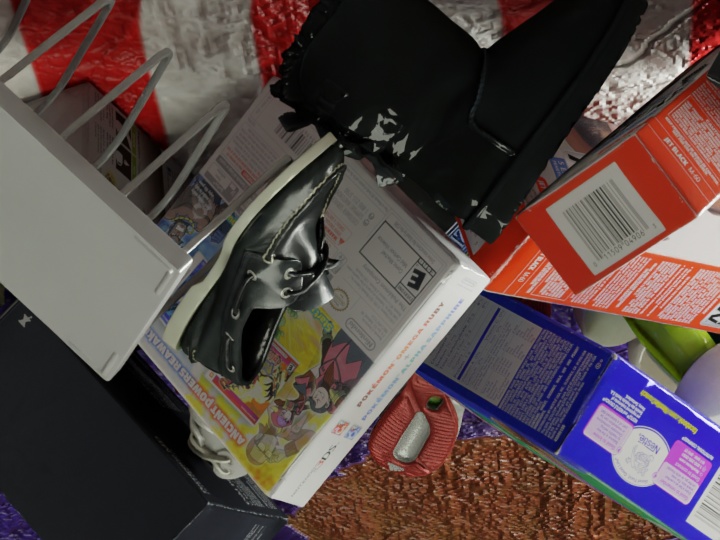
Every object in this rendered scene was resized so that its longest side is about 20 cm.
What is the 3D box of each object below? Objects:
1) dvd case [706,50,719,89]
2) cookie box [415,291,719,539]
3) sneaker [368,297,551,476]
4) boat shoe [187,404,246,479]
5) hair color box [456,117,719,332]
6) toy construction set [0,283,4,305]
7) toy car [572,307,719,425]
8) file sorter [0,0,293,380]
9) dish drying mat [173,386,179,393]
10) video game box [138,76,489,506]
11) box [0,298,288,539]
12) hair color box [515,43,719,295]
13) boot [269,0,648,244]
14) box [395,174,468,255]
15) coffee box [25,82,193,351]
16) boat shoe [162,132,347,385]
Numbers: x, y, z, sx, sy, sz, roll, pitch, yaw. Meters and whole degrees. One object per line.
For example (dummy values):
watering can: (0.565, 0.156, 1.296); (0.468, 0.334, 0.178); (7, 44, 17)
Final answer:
dvd case: (0.294, -0.130, 1.477); (0.200, 0.151, 0.025); (30, 180, -41)
cookie box: (0.134, 0.086, 1.638); (0.171, 0.075, 0.200); (34, 177, -36)
sneaker: (0.067, 0.042, 1.814); (0.078, 0.116, 0.200); (28, 126, -16)
boat shoe: (-0.083, 0.104, 1.708); (0.066, 0.072, 0.200); (-50, 173, 4)
hair color box: (0.155, -0.033, 1.610); (0.200, 0.111, 0.064); (11, 135, -35)
toy construction set: (-0.311, -0.010, 1.716); (0.131, 0.092, 0.200); (-19, 156, 30)
toy car: (0.257, 0.042, 1.772); (0.150, 0.175, 0.200); (-46, 138, 5)
file sorter: (-0.161, -0.069, 1.486); (0.200, 0.125, 0.139); (42, 144, 3)
dish drying mat: (-0.039, 0.014, 1.718); (0.200, 0.018, 0.077); (-27, 140, -15)
video game box: (-0.044, 0.012, 1.571); (0.182, 0.200, 0.047); (-49, 145, 8)
box: (-0.173, 0.131, 1.784); (0.104, 0.200, 0.182); (-45, 162, 4)
hair color box: (0.189, -0.075, 1.509); (0.064, 0.200, 0.111); (53, 135, -1)
boot: (0.056, -0.130, 1.490); (0.162, 0.198, 0.073); (34, 175, -4)
box: (0.000, 0.000, 1.680); (0.200, 0.049, 0.160); (-45, 139, 9)
coffee box: (-0.171, -0.028, 1.685); (0.113, 0.080, 0.200); (-17, 147, 22)
boat shoe: (-0.046, 0.001, 1.473); (0.066, 0.074, 0.199); (44, 131, 7)
